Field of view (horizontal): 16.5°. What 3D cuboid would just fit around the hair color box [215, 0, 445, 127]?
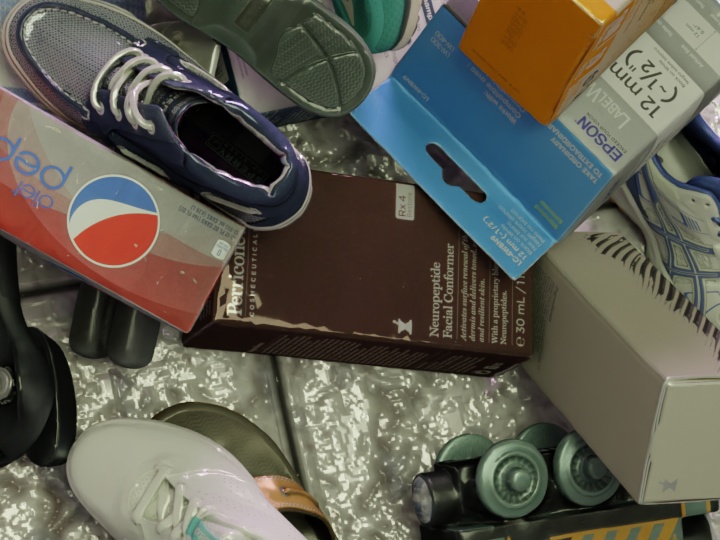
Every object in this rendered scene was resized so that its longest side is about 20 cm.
[{"bbox_3d":[-0.001,-0.149,1.501,0.199,0.060,0.100,-13,84,-23],"label":"hair color box"}]

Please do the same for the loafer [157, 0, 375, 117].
[{"bbox_3d":[-0.075,-0.164,1.404,0.072,0.063,0.200,-44,103,4],"label":"loafer"}]

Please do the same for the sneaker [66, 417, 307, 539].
[{"bbox_3d":[-0.079,0.141,1.342,0.200,0.088,0.075,32,90,14],"label":"sneaker"}]

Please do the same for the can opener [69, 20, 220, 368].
[{"bbox_3d":[-0.115,-0.044,1.425,0.053,0.067,0.201,12,91,25],"label":"can opener"}]

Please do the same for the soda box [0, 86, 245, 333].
[{"bbox_3d":[-0.166,-0.043,1.348,0.199,0.063,0.070,30,87,-7],"label":"soda box"}]

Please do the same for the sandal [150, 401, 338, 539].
[{"bbox_3d":[-0.049,0.158,1.411,0.082,0.055,0.200,-31,89,-24],"label":"sandal"}]

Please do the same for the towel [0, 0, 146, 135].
[{"bbox_3d":[-0.185,-0.175,1.438,0.146,0.024,0.201,6,73,-39],"label":"towel"}]

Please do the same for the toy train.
[{"bbox_3d":[0.124,0.148,1.469,0.199,0.085,0.115,-6,92,-24],"label":"toy train"}]

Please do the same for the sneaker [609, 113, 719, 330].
[{"bbox_3d":[0.216,-0.027,1.539,0.075,0.088,0.200,-39,94,-26],"label":"sneaker"}]

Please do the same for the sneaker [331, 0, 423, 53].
[{"bbox_3d":[-0.022,-0.212,1.402,0.080,0.077,0.201,-33,116,-35],"label":"sneaker"}]

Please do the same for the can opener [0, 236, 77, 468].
[{"bbox_3d":[-0.211,0.016,1.390,0.063,0.079,0.201,-17,77,8],"label":"can opener"}]

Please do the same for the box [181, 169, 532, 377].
[{"bbox_3d":[0.000,0.000,1.460,0.199,0.075,0.101,6,75,-17],"label":"box"}]

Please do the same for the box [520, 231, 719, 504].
[{"bbox_3d":[0.154,0.052,1.433,0.068,0.200,0.083,-1,116,-21],"label":"box"}]

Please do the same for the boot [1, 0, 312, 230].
[{"bbox_3d":[-0.112,-0.096,1.348,0.200,0.090,0.073,31,83,6],"label":"boot"}]

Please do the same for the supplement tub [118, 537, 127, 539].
[{"bbox_3d":[-0.106,0.256,1.317,0.144,0.144,0.200,-42,94,-24],"label":"supplement tub"}]

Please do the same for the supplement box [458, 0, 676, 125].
[{"bbox_3d":[0.156,-0.189,1.392,0.073,0.126,0.200,42,67,8],"label":"supplement box"}]

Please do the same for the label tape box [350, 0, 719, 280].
[{"bbox_3d":[0.114,-0.113,1.456,0.143,0.066,0.200,45,64,7],"label":"label tape box"}]
